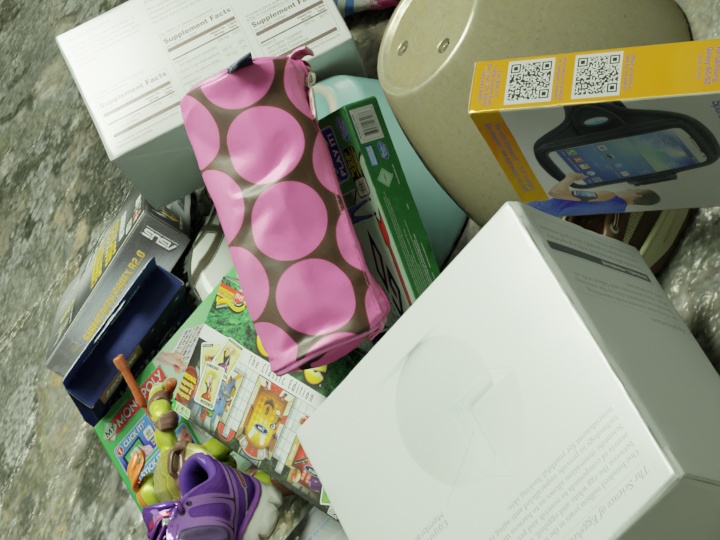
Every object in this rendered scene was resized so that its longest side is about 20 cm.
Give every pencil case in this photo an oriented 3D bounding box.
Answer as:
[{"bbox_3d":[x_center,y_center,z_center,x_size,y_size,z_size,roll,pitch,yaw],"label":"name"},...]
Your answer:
[{"bbox_3d":[-0.045,-0.038,1.296,0.093,0.201,0.091,-19,0,5],"label":"pencil case"}]

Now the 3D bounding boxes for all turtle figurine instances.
[{"bbox_3d":[-0.113,0.136,1.471,0.161,0.064,0.201,-26,77,31],"label":"turtle figurine"}]

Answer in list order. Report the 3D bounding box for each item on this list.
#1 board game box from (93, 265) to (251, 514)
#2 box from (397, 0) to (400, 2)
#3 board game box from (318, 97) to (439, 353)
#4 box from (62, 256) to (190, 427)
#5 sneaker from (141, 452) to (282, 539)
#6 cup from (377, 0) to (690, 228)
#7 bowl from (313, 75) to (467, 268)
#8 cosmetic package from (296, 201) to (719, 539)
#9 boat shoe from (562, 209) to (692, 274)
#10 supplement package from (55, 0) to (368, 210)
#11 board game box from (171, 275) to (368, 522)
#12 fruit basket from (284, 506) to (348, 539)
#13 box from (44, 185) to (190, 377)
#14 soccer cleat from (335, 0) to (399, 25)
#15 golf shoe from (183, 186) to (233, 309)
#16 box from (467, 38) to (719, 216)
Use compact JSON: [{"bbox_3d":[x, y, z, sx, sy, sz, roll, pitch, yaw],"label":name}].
[{"bbox_3d":[-0.108,0.106,1.533,0.200,0.029,0.135,-48,58,24],"label":"board game box"},{"bbox_3d":[0.043,-0.267,1.476,0.115,0.200,0.133,20,83,62],"label":"box"},{"bbox_3d":[0.000,0.000,1.361,0.134,0.029,0.201,-24,85,55],"label":"board game box"},{"bbox_3d":[-0.183,0.064,1.615,0.121,0.032,0.200,-55,-6,-11],"label":"box"},{"bbox_3d":[-0.113,0.194,1.331,0.081,0.083,0.200,-48,15,26],"label":"sneaker"},{"bbox_3d":[0.096,-0.130,1.340,0.200,0.143,0.201,-38,37,37],"label":"cup"},{"bbox_3d":[-0.014,-0.064,1.501,0.201,0.105,0.201,-38,37,36],"label":"bowl"},{"bbox_3d":[0.099,0.110,1.122,0.199,0.123,0.200,-48,48,24],"label":"cosmetic package"},{"bbox_3d":[0.126,0.016,1.244,0.075,0.075,0.203,17,81,60],"label":"boat shoe"},{"bbox_3d":[-0.107,-0.155,1.565,0.199,0.156,0.111,-26,76,1],"label":"supplement package"},{"bbox_3d":[-0.049,0.084,1.370,0.200,0.023,0.105,27,94,47],"label":"board game box"},{"bbox_3d":[-0.041,0.241,1.339,0.185,0.094,0.200,-49,17,22],"label":"fruit basket"},{"bbox_3d":[-0.206,0.000,1.751,0.159,0.048,0.200,-55,12,11],"label":"box"},{"bbox_3d":[-0.009,-0.249,1.658,0.200,0.086,0.070,-22,49,49],"label":"soccer cleat"},{"bbox_3d":[-0.085,-0.032,1.615,0.094,0.078,0.201,-39,38,35],"label":"golf shoe"},{"bbox_3d":[0.173,-0.079,1.143,0.199,0.119,0.042,-2,61,25],"label":"box"}]
